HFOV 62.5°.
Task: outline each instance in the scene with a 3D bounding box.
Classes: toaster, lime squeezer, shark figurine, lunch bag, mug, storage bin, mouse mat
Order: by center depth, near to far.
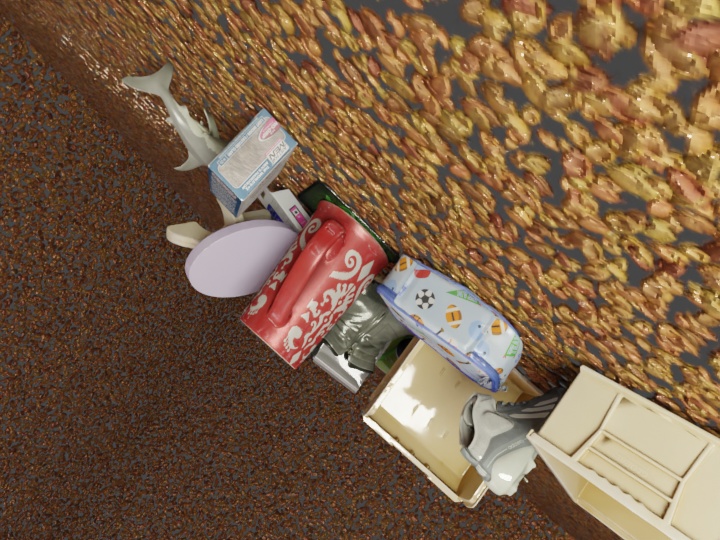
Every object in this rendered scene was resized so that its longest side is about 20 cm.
[{"bbox_3d":[0.295,0.220,0.585,0.197,0.094,0.201,31,165,46],"label":"storage bin"},{"bbox_3d":[0.116,0.072,0.752,0.198,0.076,0.161,39,172,21],"label":"lunch bag"},{"bbox_3d":[-0.077,0.012,0.822,0.132,0.202,0.178,32,167,37],"label":"mug"},{"bbox_3d":[0.131,0.198,0.870,0.199,0.200,0.094,39,174,0],"label":"storage bin"},{"bbox_3d":[-0.023,-0.066,0.883,0.160,0.008,0.199,44,169,-11],"label":"mouse mat"},{"bbox_3d":[-0.257,-0.193,0.885,0.214,0.088,0.131,44,-158,-53],"label":"shark figurine"},{"bbox_3d":[-0.005,0.121,1.123,0.117,0.183,0.200,35,171,4],"label":"toaster"},{"bbox_3d":[0.118,0.171,1.203,0.193,0.073,0.038,11,156,-2],"label":"lime squeezer"}]

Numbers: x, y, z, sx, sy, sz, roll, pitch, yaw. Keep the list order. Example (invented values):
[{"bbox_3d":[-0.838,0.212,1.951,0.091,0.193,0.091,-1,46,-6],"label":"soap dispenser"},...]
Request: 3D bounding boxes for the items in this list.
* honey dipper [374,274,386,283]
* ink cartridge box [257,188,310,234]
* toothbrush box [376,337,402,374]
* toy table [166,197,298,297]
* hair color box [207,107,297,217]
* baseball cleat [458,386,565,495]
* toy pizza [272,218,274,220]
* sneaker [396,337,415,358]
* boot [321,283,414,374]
[{"bbox_3d":[0.000,0.000,1.006,0.038,0.038,0.198,45,166,-30],"label":"honey dipper"},{"bbox_3d":[-0.107,-0.072,1.009,0.202,0.037,0.095,51,163,-4],"label":"ink cartridge box"},{"bbox_3d":[0.063,0.181,1.377,0.144,0.087,0.201,29,164,48],"label":"toothbrush box"},{"bbox_3d":[-0.201,-0.045,0.951,0.196,0.188,0.117,-2,-143,-43],"label":"toy table"},{"bbox_3d":[-0.148,-0.135,0.787,0.060,0.100,0.199,44,170,-10],"label":"hair color box"},{"bbox_3d":[0.182,0.169,0.695,0.106,0.071,0.198,44,-144,14],"label":"baseball cleat"},{"bbox_3d":[-0.120,-0.029,1.112,0.200,0.032,0.201,44,-166,-14],"label":"toy pizza"},{"bbox_3d":[0.127,0.155,1.061,0.197,0.071,0.108,23,166,41],"label":"sneaker"},{"bbox_3d":[0.037,0.109,0.965,0.196,0.134,0.068,27,173,-15],"label":"boot"}]
